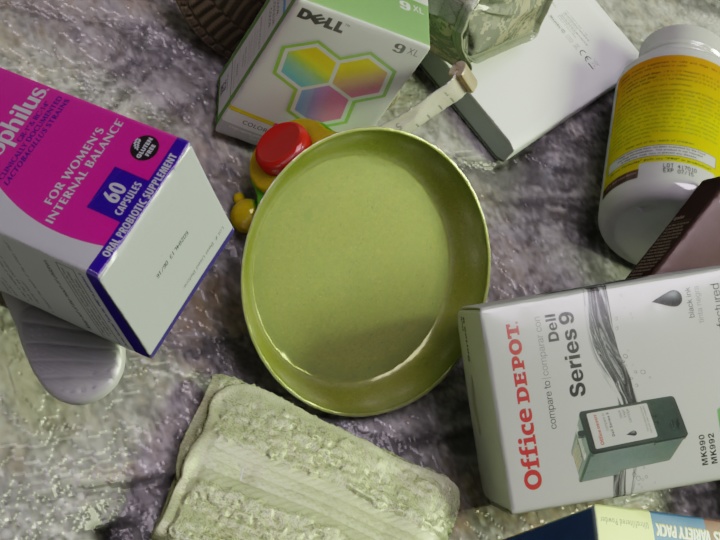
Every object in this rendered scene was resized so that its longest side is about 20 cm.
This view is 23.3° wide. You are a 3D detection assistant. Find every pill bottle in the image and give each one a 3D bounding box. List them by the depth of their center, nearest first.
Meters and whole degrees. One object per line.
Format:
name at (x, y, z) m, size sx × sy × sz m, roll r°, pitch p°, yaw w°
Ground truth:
pill bottle at (0.258, -0.105, 1.431) m, size 0.109 × 0.109 × 0.200 m, roll 25°, pitch 52°, yaw -16°

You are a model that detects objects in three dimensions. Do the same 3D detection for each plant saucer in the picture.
plant saucer at (0.000, 0.000, 1.207) m, size 0.200 × 0.031 × 0.201 m, roll -5°, pitch 99°, yaw -31°

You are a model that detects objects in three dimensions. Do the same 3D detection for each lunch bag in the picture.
lunch bag at (0.053, -0.240, 1.344) m, size 0.164 × 0.118 × 0.200 m, roll 35°, pitch 31°, yaw 16°

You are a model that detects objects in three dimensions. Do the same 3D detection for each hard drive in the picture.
hard drive at (0.140, -0.184, 1.463) m, size 0.200 × 0.026 × 0.132 m, roll -34°, pitch 82°, yaw -40°

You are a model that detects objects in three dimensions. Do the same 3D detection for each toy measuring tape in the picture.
toy measuring tape at (-0.013, -0.095, 1.241) m, size 0.200 × 0.074 × 0.074 m, roll -36°, pitch 82°, yaw 3°

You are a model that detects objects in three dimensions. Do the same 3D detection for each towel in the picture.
towel at (-0.031, 0.162, 1.138) m, size 0.200 × 0.036 × 0.149 m, roll 27°, pitch 52°, yaw -14°

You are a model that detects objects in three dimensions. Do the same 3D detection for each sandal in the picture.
sandal at (-0.194, 0.008, 1.116) m, size 0.079 × 0.059 × 0.207 m, roll -20°, pitch 58°, yaw -1°

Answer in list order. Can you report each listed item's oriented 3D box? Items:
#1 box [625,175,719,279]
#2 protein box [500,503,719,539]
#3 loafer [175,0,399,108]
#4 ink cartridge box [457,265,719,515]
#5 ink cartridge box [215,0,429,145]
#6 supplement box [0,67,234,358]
box at (0.242, 0.036, 1.294) m, size 0.100 × 0.075 × 0.200 m, roll 39°, pitch 83°, yaw -4°
protein box at (0.132, 0.265, 1.042) m, size 0.135 × 0.200 × 0.199 m, roll 12°, pitch 63°, yaw -34°
loafer at (-0.055, -0.188, 1.320) m, size 0.200 × 0.076 × 0.068 m, roll 33°, pitch 42°, yaw -25°
ink cartridge box at (0.179, 0.081, 1.207) m, size 0.199 × 0.084 × 0.146 m, roll -10°, pitch 90°, yaw -7°
ink cartridge box at (-0.017, -0.163, 1.238) m, size 0.104 × 0.200 × 0.059 m, roll 18°, pitch 47°, yaw -21°
supplement box at (-0.194, -0.044, 1.053) m, size 0.200 × 0.103 × 0.101 m, roll 21°, pitch 67°, yaw 24°
